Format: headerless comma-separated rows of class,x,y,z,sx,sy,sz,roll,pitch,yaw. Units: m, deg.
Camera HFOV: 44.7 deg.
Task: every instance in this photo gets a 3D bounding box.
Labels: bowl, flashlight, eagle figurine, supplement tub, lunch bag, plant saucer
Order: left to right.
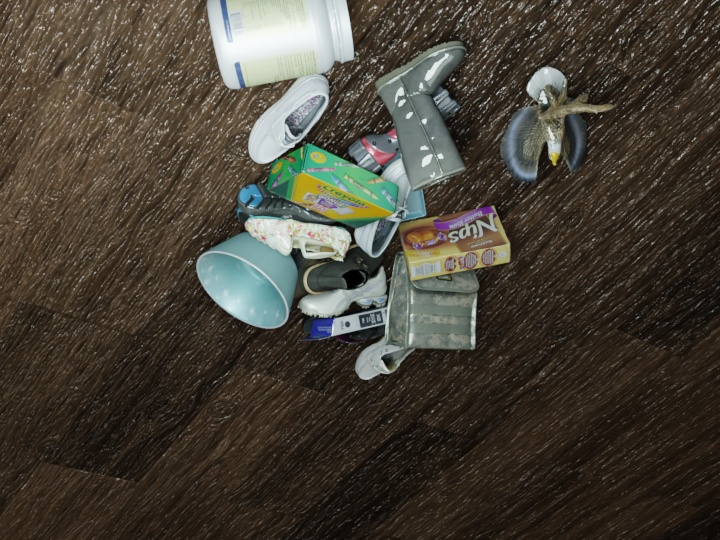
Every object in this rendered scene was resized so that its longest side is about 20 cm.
bowl,-0.199,0.004,1.662,0.201,0.105,0.201,21,144,16
supplement tub,-0.119,-0.360,1.319,0.200,0.145,0.145,-11,136,-3
plant saucer,0.078,-0.172,1.646,0.070,0.019,0.200,-13,137,0
flashlight,0.073,-0.250,1.527,0.200,0.068,0.068,-39,164,13
lunch bag,0.148,0.059,1.782,0.164,0.200,0.118,5,176,-24
eagle figurine,0.344,-0.249,1.579,0.152,0.151,0.200,32,168,10

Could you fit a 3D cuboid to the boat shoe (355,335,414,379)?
boat shoe,0.054,0.200,1.971,0.071,0.069,0.200,15,137,-29

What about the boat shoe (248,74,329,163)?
boat shoe,-0.120,-0.245,1.489,0.200,0.069,0.072,-40,130,24

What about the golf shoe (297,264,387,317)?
golf shoe,-0.036,0.034,1.780,0.200,0.078,0.097,-13,122,-30

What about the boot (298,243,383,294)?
boot,0.000,0.000,1.668,0.200,0.138,0.078,-29,107,-35

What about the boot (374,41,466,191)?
boot,0.127,-0.254,1.448,0.182,0.200,0.073,-28,164,24

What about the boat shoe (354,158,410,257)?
boat shoe,0.057,-0.111,1.622,0.070,0.072,0.201,2,127,-39

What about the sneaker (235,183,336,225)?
sneaker,-0.133,-0.115,1.629,0.200,0.073,0.082,7,150,-13

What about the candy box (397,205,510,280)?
candy box,0.182,-0.054,1.718,0.200,0.117,0.057,-11,136,-1

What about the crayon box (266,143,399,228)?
crayon box,-0.047,-0.144,1.535,0.200,0.058,0.119,22,157,-31

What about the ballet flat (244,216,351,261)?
ballet flat,-0.112,-0.056,1.596,0.200,0.064,0.076,6,156,-15

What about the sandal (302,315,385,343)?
sandal,-0.027,0.132,1.903,0.200,0.048,0.075,3,135,-18

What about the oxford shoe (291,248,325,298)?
oxford shoe,-0.103,-0.025,1.725,0.084,0.073,0.200,-5,140,-31

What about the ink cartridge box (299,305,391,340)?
ink cartridge box,-0.022,0.107,1.811,0.200,0.039,0.099,-12,-178,-31
